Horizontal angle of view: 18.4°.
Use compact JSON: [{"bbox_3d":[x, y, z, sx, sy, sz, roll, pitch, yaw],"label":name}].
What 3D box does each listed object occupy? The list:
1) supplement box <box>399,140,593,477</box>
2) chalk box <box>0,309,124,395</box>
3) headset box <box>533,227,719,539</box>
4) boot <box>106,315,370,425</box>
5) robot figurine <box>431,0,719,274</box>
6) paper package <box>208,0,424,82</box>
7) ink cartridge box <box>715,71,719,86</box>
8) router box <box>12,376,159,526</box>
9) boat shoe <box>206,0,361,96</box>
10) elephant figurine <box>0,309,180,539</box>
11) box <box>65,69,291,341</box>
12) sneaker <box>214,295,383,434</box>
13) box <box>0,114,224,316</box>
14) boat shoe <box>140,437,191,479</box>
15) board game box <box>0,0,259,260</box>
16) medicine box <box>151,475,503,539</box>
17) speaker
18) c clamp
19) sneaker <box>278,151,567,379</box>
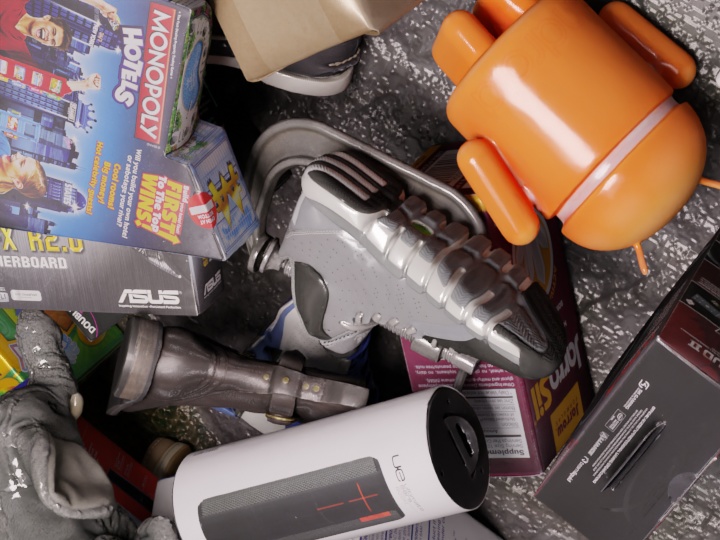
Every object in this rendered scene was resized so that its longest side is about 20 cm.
[{"bbox_3d":[0.084,0.025,1.486,0.085,0.110,0.201,-3,112,28],"label":"supplement box"},{"bbox_3d":[-0.271,0.065,1.666,0.200,0.125,0.124,48,124,-3],"label":"chalk box"},{"bbox_3d":[0.197,0.079,1.405,0.077,0.200,0.149,36,124,5],"label":"headset box"},{"bbox_3d":[-0.080,0.081,1.514,0.173,0.200,0.070,13,84,-7],"label":"boot"},{"bbox_3d":[0.133,-0.093,1.393,0.200,0.144,0.117,44,127,5],"label":"robot figurine"},{"bbox_3d":[-0.031,-0.245,1.367,0.103,0.191,0.201,-18,104,35],"label":"paper package"},{"bbox_3d":[0.318,-0.156,1.317,0.117,0.067,0.200,40,124,4],"label":"ink cartridge box"},{"bbox_3d":[-0.243,0.189,1.633,0.200,0.049,0.179,-33,117,32],"label":"router box"},{"bbox_3d":[-0.095,-0.169,1.473,0.199,0.074,0.061,14,133,-5],"label":"boat shoe"},{"bbox_3d":[-0.217,0.145,1.471,0.141,0.155,0.201,-30,100,-9],"label":"elephant figurine"},{"bbox_3d":[-0.178,-0.086,1.552,0.148,0.124,0.200,-36,96,33],"label":"box"},{"bbox_3d":[-0.017,0.067,1.581,0.115,0.081,0.199,41,130,-2],"label":"sneaker"},{"bbox_3d":[-0.196,-0.053,1.472,0.199,0.048,0.159,2,114,22],"label":"box"},{"bbox_3d":[-0.191,0.204,1.722,0.069,0.074,0.201,31,118,12],"label":"boat shoe"},{"bbox_3d":[-0.152,-0.095,1.369,0.199,0.062,0.201,21,121,11],"label":"board game box"},{"bbox_3d":[-0.023,0.215,1.574,0.181,0.104,0.200,-15,144,30],"label":"medicine box"},{"bbox_3d":[-0.019,0.134,1.425,0.199,0.081,0.082,-16,105,29],"label":"speaker"},{"bbox_3d":[0.000,0.000,1.433,0.199,0.027,0.171,32,124,10],"label":"c clamp"},{"bbox_3d":[0.031,0.025,1.385,0.200,0.075,0.116,40,125,16],"label":"sneaker"}]
